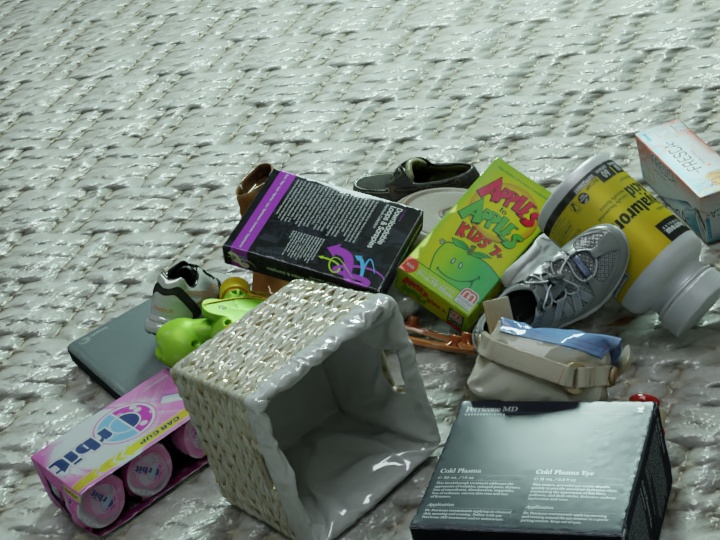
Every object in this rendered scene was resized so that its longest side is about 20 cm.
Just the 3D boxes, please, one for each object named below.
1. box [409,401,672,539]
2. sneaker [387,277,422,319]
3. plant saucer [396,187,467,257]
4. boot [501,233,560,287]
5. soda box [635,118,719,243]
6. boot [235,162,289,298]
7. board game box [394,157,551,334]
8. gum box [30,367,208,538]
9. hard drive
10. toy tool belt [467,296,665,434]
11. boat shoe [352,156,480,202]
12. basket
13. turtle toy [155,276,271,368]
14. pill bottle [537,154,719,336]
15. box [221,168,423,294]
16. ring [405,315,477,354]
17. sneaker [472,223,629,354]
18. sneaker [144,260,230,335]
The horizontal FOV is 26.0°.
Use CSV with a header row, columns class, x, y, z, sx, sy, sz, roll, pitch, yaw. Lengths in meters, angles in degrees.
class,x,y,z,sx,sy,sz,roll,pitch,yaw
box,0.172,0.216,1.439,0.200,0.104,0.182,-1,35,24
sneaker,0.000,0.000,1.876,0.078,0.100,0.200,-32,34,-25
plant saucer,0.117,-0.055,1.919,0.200,0.037,0.201,2,30,-1
boot,0.252,-0.024,1.793,0.096,0.074,0.200,40,58,22
soda box,0.404,-0.112,1.895,0.063,0.069,0.200,-19,30,-4
boot,-0.120,-0.027,1.923,0.074,0.155,0.200,-10,31,11
board game box,0.141,-0.031,1.820,0.102,0.048,0.200,35,63,15
gum box,-0.252,0.199,1.704,0.200,0.066,0.113,-34,33,-26
hard drive,-0.254,0.105,1.894,0.139,0.033,0.200,-31,33,-22
toy tool belt,0.210,0.094,1.543,0.200,0.125,0.123,10,68,10
boat shoe,0.076,-0.120,2.068,0.200,0.066,0.072,5,37,32
basket,-0.053,0.137,1.585,0.200,0.199,0.161,-36,34,-28
turtle toy,-0.134,0.083,1.780,0.200,0.101,0.146,10,26,-11
pill bottle,0.299,-0.024,1.695,0.111,0.111,0.200,-36,71,-30
box,-0.042,-0.039,1.835,0.200,0.036,0.143,16,49,18
ring,0.042,0.061,1.718,0.200,0.019,0.200,13,2,0
sneaker,0.201,0.027,1.625,0.200,0.082,0.075,-43,75,3
sneaker,-0.198,0.024,1.902,0.074,0.080,0.200,11,14,12
